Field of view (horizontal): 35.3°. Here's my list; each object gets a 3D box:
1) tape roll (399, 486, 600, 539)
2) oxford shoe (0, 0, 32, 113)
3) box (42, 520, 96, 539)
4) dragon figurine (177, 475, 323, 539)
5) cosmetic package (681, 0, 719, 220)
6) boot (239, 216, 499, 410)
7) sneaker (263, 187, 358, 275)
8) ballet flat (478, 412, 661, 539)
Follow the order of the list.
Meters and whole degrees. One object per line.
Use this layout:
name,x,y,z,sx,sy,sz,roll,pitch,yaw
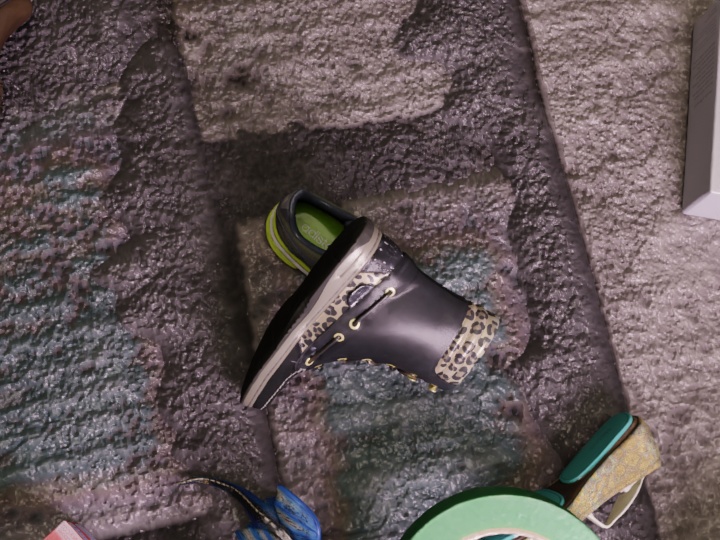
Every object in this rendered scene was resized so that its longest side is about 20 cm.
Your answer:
tape roll,0.113,0.277,0.901,0.198,0.048,0.203,0,87,-1
oxford shoe,-0.346,-0.166,1.011,0.084,0.073,0.201,35,76,-14
box,-0.194,0.301,0.887,0.095,0.103,0.200,-43,85,-14
dragon figurine,-0.063,0.216,0.920,0.200,0.100,0.059,41,76,11
cosmetic package,0.370,-0.150,1.076,0.100,0.071,0.202,8,76,-4
boot,0.004,0.070,0.954,0.153,0.074,0.204,31,115,-15
sneaker,0.000,0.000,0.992,0.199,0.081,0.074,34,75,3
ballet flat,0.181,0.205,0.973,0.199,0.071,0.071,-38,83,-13
